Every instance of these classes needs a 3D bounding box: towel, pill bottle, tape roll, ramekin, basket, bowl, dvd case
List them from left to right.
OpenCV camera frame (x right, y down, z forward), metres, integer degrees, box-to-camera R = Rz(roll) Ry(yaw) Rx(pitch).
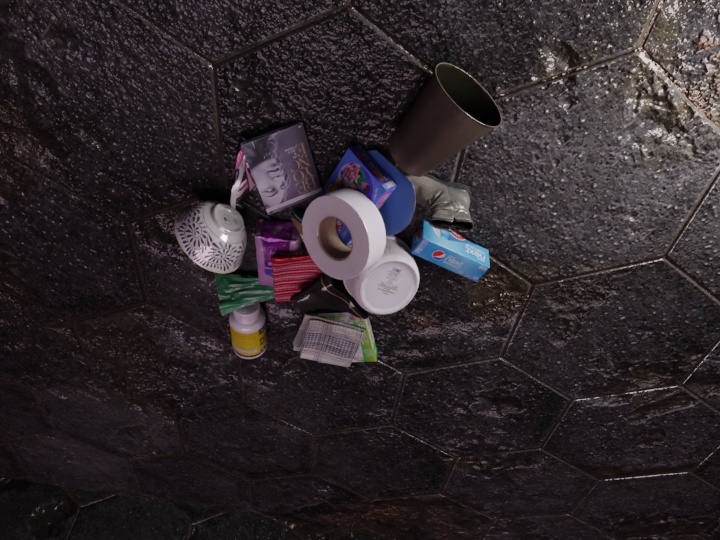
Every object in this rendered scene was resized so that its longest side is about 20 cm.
[{"bbox_3d":[-0.348,-0.103,1.489,0.200,0.202,0.094,35,127,-25],"label":"bowl"},{"bbox_3d":[-0.340,0.167,1.824,0.109,0.112,0.202,7,137,2],"label":"pill bottle"},{"bbox_3d":[-0.179,-0.236,1.410,0.147,0.016,0.202,-22,134,-7],"label":"dvd case"},{"bbox_3d":[-0.163,0.022,1.608,0.142,0.023,0.201,-2,142,-6],"label":"towel"},{"bbox_3d":[-0.102,0.218,1.832,0.197,0.035,0.194,16,136,-7],"label":"towel"},{"bbox_3d":[-0.040,-0.085,1.398,0.200,0.071,0.205,18,120,32],"label":"tape roll"},{"bbox_3d":[0.058,0.018,1.554,0.197,0.105,0.203,-9,122,-14],"label":"ramekin"},{"bbox_3d":[0.159,-0.300,1.254,0.179,0.138,0.200,27,137,-25],"label":"basket"}]

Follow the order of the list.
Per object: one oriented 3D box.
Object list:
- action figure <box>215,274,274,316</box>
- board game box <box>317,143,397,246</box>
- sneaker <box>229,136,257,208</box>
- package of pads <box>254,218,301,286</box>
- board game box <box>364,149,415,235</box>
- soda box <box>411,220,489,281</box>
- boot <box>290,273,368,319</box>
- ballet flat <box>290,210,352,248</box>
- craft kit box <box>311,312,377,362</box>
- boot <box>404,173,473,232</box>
[{"bbox_3d":[-0.308,0.053,1.728,0.197,0.055,0.120,-9,95,-1],"label":"action figure"},{"bbox_3d":[-0.018,-0.174,1.419,0.135,0.045,0.200,49,133,11],"label":"board game box"},{"bbox_3d":[-0.263,-0.220,1.444,0.085,0.081,0.201,9,143,-15],"label":"sneaker"},{"bbox_3d":[-0.217,-0.040,1.618,0.118,0.076,0.202,4,136,-1],"label":"package of pads"},{"bbox_3d":[0.055,-0.186,1.413,0.200,0.039,0.159,44,131,15],"label":"board game box"},{"bbox_3d":[0.230,-0.049,1.540,0.198,0.068,0.064,24,134,-14],"label":"soda box"},{"bbox_3d":[-0.081,0.087,1.641,0.137,0.078,0.200,-28,129,23],"label":"boot"},{"bbox_3d":[-0.097,-0.080,1.525,0.198,0.068,0.073,25,113,9],"label":"ballet flat"},{"bbox_3d":[-0.058,0.210,1.872,0.194,0.049,0.202,0,135,13],"label":"craft kit box"},{"bbox_3d":[0.166,-0.155,1.396,0.197,0.132,0.068,9,136,0],"label":"boot"}]
